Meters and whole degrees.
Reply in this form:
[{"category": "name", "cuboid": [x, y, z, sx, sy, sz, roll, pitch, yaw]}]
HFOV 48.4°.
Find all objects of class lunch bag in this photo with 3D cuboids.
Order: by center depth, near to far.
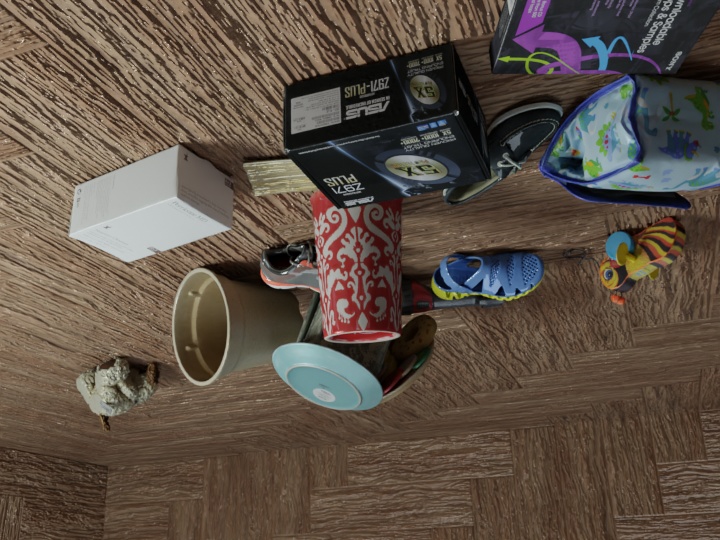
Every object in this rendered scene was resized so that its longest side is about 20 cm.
[{"category": "lunch bag", "cuboid": [0.330, -0.140, 0.940, 0.168, 0.129, 0.200, 2, 173, -17]}, {"category": "lunch bag", "cuboid": [-0.036, 0.106, 1.410, 0.139, 0.202, 0.167, 29, 153, -18]}]

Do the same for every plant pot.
[{"category": "plant pot", "cuboid": [-0.210, 0.097, 1.434, 0.182, 0.203, 0.200, 1, 162, -41]}]

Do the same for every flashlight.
[{"category": "flashlight", "cuboid": [0.159, 0.043, 1.471, 0.198, 0.068, 0.068, -6, 168, -6]}]

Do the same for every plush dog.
[{"category": "plush dog", "cuboid": [-0.577, 0.295, 1.969, 0.171, 0.162, 0.199, -14, 172, -44]}]

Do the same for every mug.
[{"category": "mug", "cuboid": [0.009, -0.002, 1.129, 0.132, 0.202, 0.177, -9, 165, 24]}]

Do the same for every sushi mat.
[{"category": "sushi mat", "cuboid": [-0.053, -0.129, 1.073, 0.198, 0.012, 0.096, -3, 158, 4]}]

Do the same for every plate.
[{"category": "plate", "cuboid": [-0.059, 0.188, 1.337, 0.198, 0.026, 0.201, 14, 145, 10]}]

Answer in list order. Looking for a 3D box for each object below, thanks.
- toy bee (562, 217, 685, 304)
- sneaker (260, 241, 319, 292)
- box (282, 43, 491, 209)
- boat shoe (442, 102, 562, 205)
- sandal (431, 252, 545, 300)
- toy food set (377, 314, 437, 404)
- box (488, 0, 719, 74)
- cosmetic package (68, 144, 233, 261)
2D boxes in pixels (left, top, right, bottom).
[{"category": "toy bee", "cuboid": [0.439, -0.004, 1.306, 0.130, 0.110, 0.200, 5, 158, -22]}, {"category": "sneaker", "cuboid": [-0.070, -0.009, 1.299, 0.198, 0.078, 0.082, -4, 153, 3]}, {"category": "box", "cuboid": [0.033, -0.155, 0.911, 0.198, 0.087, 0.164, -9, 158, 18]}, {"category": "boat shoe", "cuboid": [0.173, -0.140, 0.995, 0.075, 0.061, 0.200, 11, 156, -29]}, {"category": "sandal", "cuboid": [0.213, 0.005, 1.357, 0.198, 0.080, 0.087, -9, 155, 13]}, {"category": "toy food set", "cuboid": [0.050, 0.168, 1.439, 0.199, 0.198, 0.049, -25, 111, 31]}, {"category": "box", "cuboid": [0.235, -0.243, 0.772, 0.198, 0.036, 0.143, -2, 159, -3]}, {"category": "cosmetic package", "cuboid": [-0.278, -0.085, 1.071, 0.198, 0.082, 0.113, -14, 154, 31]}]
